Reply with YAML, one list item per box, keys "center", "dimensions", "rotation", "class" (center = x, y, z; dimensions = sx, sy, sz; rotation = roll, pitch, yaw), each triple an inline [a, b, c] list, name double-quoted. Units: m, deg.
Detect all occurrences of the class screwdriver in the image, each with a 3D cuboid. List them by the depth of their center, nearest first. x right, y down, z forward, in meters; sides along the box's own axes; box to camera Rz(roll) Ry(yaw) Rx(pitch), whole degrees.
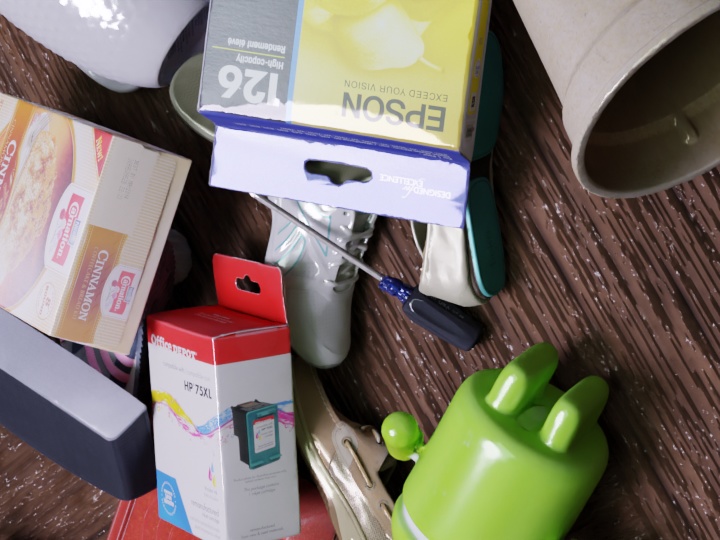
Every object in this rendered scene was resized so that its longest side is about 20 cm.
- center: [0.000, 0.000, 1.419]
  dimensions: [0.200, 0.028, 0.029]
  rotation: [29, 72, -1]
  class: "screwdriver"

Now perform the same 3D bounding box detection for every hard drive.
- center: [-0.249, 0.100, 1.549]
  dimensions: [0.200, 0.042, 0.135]
  rotation: [31, 151, 20]
  class: "hard drive"

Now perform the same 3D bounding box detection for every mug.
- center: [-0.198, -0.213, 1.508]
  dimensions: [0.175, 0.148, 0.200]
  rotation: [38, 150, 8]
  class: "mug"

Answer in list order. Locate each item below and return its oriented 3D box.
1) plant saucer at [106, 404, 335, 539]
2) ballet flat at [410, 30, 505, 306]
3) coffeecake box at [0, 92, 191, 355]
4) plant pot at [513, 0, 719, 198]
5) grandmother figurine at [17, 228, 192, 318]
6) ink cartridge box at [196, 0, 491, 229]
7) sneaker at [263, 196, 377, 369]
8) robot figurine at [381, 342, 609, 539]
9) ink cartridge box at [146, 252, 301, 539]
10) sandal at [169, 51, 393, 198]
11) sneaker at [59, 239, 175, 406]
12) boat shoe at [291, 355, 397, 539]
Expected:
- center: [-0.128, 0.225, 1.588]
  dimensions: [0.200, 0.037, 0.200]
  rotation: [32, 115, 26]
  class: "plant saucer"
- center: [0.062, -0.074, 1.385]
  dimensions: [0.069, 0.069, 0.201]
  rotation: [5, 100, 34]
  class: "ballet flat"
- center: [-0.227, -0.039, 1.499]
  dimensions: [0.200, 0.073, 0.154]
  rotation: [22, 94, 53]
  class: "coffeecake box"
- center: [0.176, -0.179, 1.229]
  dimensions: [0.200, 0.200, 0.184]
  rotation: [-47, 59, 31]
  class: "plant pot"
- center: [-0.223, -0.005, 1.606]
  dimensions: [0.200, 0.061, 0.122]
  rotation: [-6, 110, 32]
  class: "grandmother figurine"
- center: [-0.013, -0.140, 1.341]
  dimensions: [0.197, 0.047, 0.201]
  rotation: [10, 98, 19]
  class: "ink cartridge box"
- center: [-0.026, -0.026, 1.454]
  dimensions: [0.080, 0.070, 0.201]
  rotation: [-4, 95, 33]
  class: "sneaker"
- center: [0.096, 0.150, 1.368]
  dimensions: [0.175, 0.116, 0.200]
  rotation: [34, 116, 13]
  class: "robot figurine"
- center: [-0.104, 0.094, 1.460]
  dimensions: [0.116, 0.067, 0.201]
  rotation: [11, 107, 58]
  class: "ink cartridge box"
- center: [-0.053, -0.117, 1.413]
  dimensions: [0.201, 0.057, 0.080]
  rotation: [24, 77, 29]
  class: "sandal"
- center: [-0.198, 0.047, 1.546]
  dimensions: [0.082, 0.070, 0.200]
  rotation: [21, 130, 6]
  class: "sneaker"
- center: [-0.003, 0.149, 1.476]
  dimensions: [0.064, 0.071, 0.200]
  rotation: [-24, 73, 1]
  class: "boat shoe"
